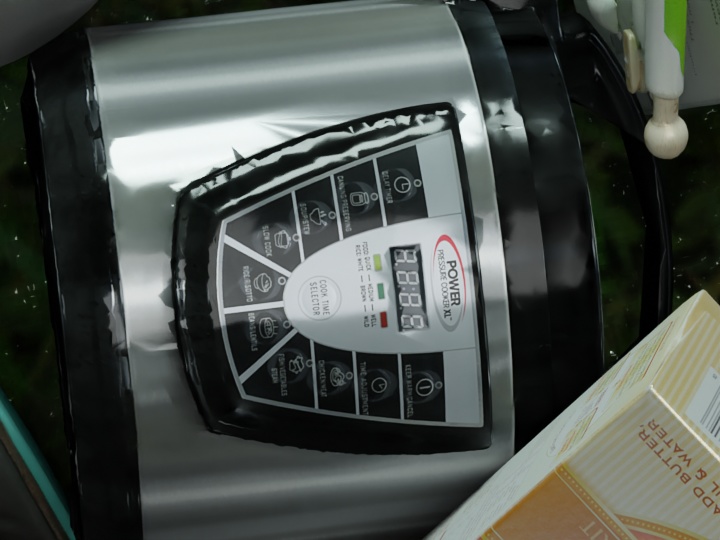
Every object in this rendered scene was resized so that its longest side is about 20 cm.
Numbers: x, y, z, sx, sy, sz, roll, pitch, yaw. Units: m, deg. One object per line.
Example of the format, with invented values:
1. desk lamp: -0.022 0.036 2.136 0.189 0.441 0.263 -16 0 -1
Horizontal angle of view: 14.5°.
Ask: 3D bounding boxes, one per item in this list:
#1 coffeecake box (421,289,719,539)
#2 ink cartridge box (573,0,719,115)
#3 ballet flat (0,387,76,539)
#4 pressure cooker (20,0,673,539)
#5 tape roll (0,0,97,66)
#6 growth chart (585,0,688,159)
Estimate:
1. coffeecake box: 0.076 0.132 0.802 0.154 0.073 0.200 44 119 -2
2. ink cartridge box: 0.156 -0.105 0.893 0.146 0.200 0.083 -14 93 -7
3. ballet flat: -0.150 0.024 0.898 0.068 0.068 0.201 -24 113 -8
4. pressure cooker: 0.000 -0.001 0.884 0.199 0.176 0.179 -6 51 -8
5. tape roll: -0.142 -0.169 0.875 0.202 0.139 0.204 3 80 -16
6. growth chart: 0.071 -0.145 0.848 0.018 0.200 0.145 -5 124 -8
